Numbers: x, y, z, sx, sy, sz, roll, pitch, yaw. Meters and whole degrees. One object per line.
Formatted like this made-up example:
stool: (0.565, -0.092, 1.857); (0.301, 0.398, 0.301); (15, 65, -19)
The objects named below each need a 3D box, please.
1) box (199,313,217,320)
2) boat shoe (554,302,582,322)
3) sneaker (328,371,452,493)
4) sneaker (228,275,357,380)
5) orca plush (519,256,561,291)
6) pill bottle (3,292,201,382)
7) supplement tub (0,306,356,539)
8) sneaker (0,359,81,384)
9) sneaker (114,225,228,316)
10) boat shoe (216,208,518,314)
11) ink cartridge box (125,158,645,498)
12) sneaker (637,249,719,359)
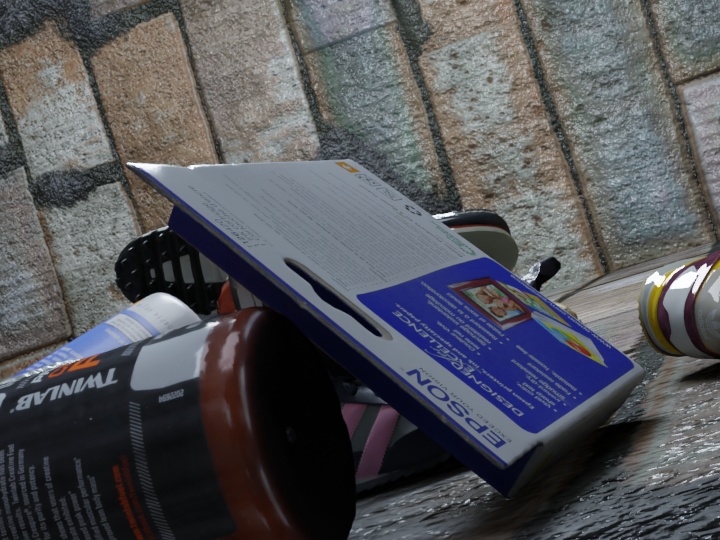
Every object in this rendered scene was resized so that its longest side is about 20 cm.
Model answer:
box: (-0.090, 0.072, 1.009); (0.117, 0.060, 0.200); (-16, -32, -16)
boat shoe: (0.143, 0.044, 1.204); (0.072, 0.076, 0.200); (-17, -1, -20)
sneaker: (-0.013, 0.075, 0.670); (0.200, 0.082, 0.070); (-17, -2, -7)
sneaker: (0.022, 0.026, 0.717); (0.146, 0.077, 0.202); (-14, -43, 18)
orca plush: (0.082, 0.058, 0.956); (0.071, 0.105, 0.200); (27, -56, -29)
pill bottle: (-0.183, 0.108, 0.823); (0.200, 0.112, 0.112); (-32, 6, -27)
supplement tub: (-0.110, 0.089, 0.521); (0.200, 0.107, 0.107); (-18, -1, 16)
sneaker: (-0.142, 0.102, 0.663); (0.076, 0.088, 0.200); (-19, -16, 9)
sneaker: (-0.072, -0.006, 0.907); (0.200, 0.067, 0.090); (-10, -3, 16)
boat shoe: (0.000, 0.000, 0.792); (0.200, 0.071, 0.063); (-20, 40, 19)
ink cartridge box: (0.014, 0.018, 0.577); (0.200, 0.198, 0.047); (-15, -41, -61)
sneaker: (0.261, 0.003, 0.725); (0.200, 0.075, 0.090); (-24, 9, -18)
